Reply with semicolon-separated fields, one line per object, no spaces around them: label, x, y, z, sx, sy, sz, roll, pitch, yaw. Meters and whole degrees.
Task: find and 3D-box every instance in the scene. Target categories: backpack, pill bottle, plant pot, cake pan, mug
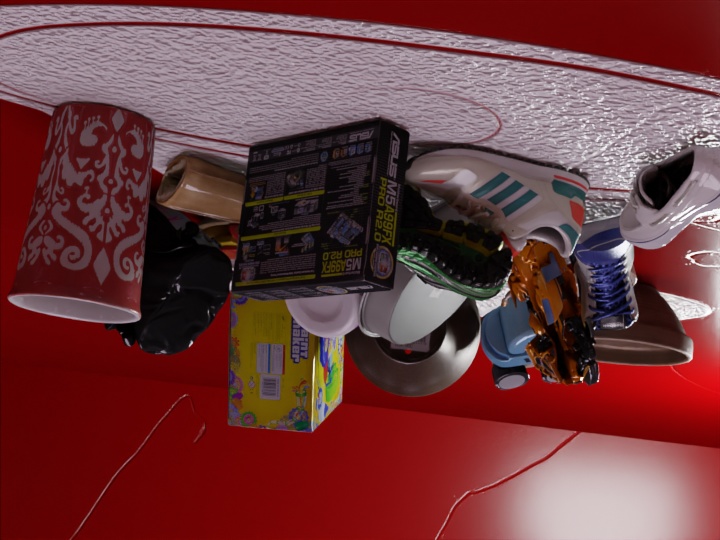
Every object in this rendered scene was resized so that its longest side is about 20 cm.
backpack;-0.247;0.000;1.718;0.126;0.167;0.200;35;-174;-42
pill bottle;0.000;0.000;1.633;0.103;0.105;0.200;0;-163;29
plant pot;0.065;0.072;1.795;0.185;0.189;0.200;6;178;3
cake pan;0.080;0.005;1.563;0.037;0.201;0.200;41;-177;24
plant pot;0.358;0.069;1.923;0.199;0.094;0.201;7;169;1
mug;-0.293;-0.058;1.438;0.176;0.202;0.133;-2;166;37

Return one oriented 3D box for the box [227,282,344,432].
box;-0.099;0.100;1.943;0.121;0.202;0.193;4;-171;11

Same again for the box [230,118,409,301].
box;-0.043;-0.056;1.400;0.044;0.162;0.199;17;164;-43

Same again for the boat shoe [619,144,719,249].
boat shoe;0.294;-0.073;1.351;0.065;0.073;0.200;15;166;-16

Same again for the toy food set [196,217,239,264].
toy food set;-0.123;-0.032;1.829;0.199;0.049;0.197;17;164;-42

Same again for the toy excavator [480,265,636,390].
toy excavator;0.248;0.055;1.781;0.192;0.101;0.201;-9;148;0

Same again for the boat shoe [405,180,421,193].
boat shoe;-0.036;-0.067;1.507;0.199;0.074;0.063;1;-153;14

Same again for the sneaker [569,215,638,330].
sneaker;0.283;0.007;1.585;0.080;0.116;0.199;-13;169;3

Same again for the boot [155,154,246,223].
boot;-0.143;-0.072;1.628;0.198;0.067;0.175;12;154;-26

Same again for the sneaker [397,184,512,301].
sneaker;0.058;-0.023;1.425;0.199;0.078;0.085;30;157;13

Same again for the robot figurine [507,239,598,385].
robot figurine;0.213;0.043;1.609;0.058;0.202;0.145;-22;-165;-12

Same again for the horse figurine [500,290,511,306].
horse figurine;0.163;-0.014;1.689;0.198;0.050;0.133;13;136;-3

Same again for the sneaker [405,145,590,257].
sneaker;0.137;-0.065;1.418;0.198;0.094;0.070;10;167;-15
